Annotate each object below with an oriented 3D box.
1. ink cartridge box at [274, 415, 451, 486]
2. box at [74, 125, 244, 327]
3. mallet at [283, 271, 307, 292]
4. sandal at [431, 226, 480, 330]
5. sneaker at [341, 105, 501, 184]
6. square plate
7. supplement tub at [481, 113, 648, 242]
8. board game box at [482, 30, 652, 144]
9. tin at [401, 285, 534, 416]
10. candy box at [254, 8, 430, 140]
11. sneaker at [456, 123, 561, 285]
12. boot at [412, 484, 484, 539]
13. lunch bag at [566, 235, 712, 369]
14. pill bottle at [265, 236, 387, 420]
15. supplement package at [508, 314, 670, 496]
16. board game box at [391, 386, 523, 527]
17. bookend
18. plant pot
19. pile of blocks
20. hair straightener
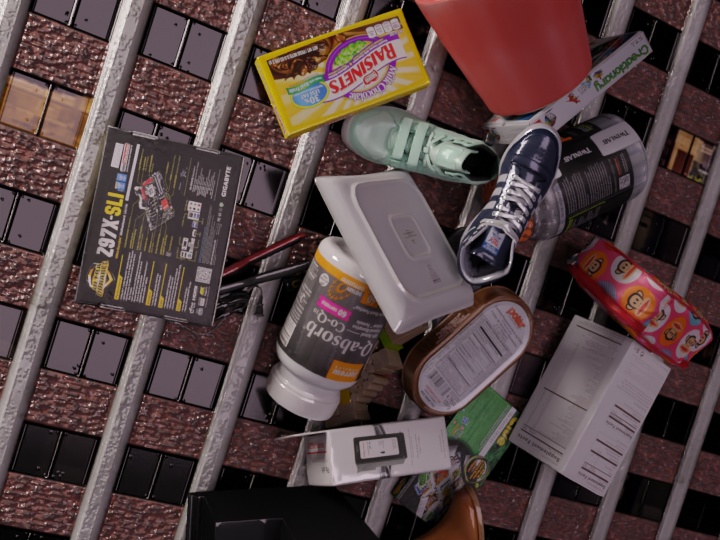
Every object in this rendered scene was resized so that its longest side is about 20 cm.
[{"bbox_3d":[0.000,0.230,1.116,0.197,0.116,0.069,-3,78,-19],"label":"ink cartridge box"},{"bbox_3d":[-0.227,-0.048,1.014,0.157,0.049,0.204,10,90,-10],"label":"box"},{"bbox_3d":[0.000,0.000,1.136,0.197,0.041,0.067,-24,108,-10],"label":"mallet"},{"bbox_3d":[0.120,0.037,1.182,0.075,0.043,0.204,0,109,-20],"label":"sandal"},{"bbox_3d":[0.081,-0.157,1.095,0.197,0.118,0.075,12,95,-20],"label":"sneaker"},{"bbox_3d":[0.052,-0.035,1.050,0.199,0.028,0.200,-14,73,-56],"label":"square plate"},{"bbox_3d":[0.267,-0.117,1.168,0.198,0.122,0.124,-24,105,-16],"label":"supplement tub"},{"bbox_3d":[0.264,-0.234,1.147,0.199,0.126,0.035,-39,108,-10],"label":"board game box"},{"bbox_3d":[0.144,0.108,1.172,0.199,0.042,0.112,-41,122,-3],"label":"tin"},{"bbox_3d":[-0.019,-0.241,1.083,0.197,0.026,0.104,-23,92,-16],"label":"candy box"},{"bbox_3d":[0.175,-0.071,1.043,0.069,0.109,0.202,28,115,0],"label":"sneaker"},{"bbox_3d":[0.078,0.378,1.181,0.152,0.074,0.203,3,111,-15],"label":"boot"},{"bbox_3d":[0.371,0.035,1.202,0.082,0.177,0.199,-49,130,10],"label":"lunch bag"},{"bbox_3d":[-0.034,0.071,1.074,0.115,0.117,0.202,19,105,-21],"label":"pill bottle"},{"bbox_3d":[0.316,0.186,1.226,0.109,0.113,0.202,31,87,-36],"label":"supplement package"},{"bbox_3d":[0.139,0.257,1.228,0.104,0.023,0.201,40,83,-20],"label":"board game box"},{"bbox_3d":[-0.095,0.339,1.059,0.195,0.200,0.094,2,97,-21],"label":"bookend"},{"bbox_3d":[0.189,-0.303,1.085,0.199,0.200,0.179,-37,117,-11],"label":"plant pot"},{"bbox_3d":[0.015,0.117,1.152,0.201,0.082,0.062,-55,154,4],"label":"pile of blocks"},{"bbox_3d":[-0.142,0.026,1.072,0.198,0.041,0.078,-24,88,-15],"label":"hair straightener"}]
